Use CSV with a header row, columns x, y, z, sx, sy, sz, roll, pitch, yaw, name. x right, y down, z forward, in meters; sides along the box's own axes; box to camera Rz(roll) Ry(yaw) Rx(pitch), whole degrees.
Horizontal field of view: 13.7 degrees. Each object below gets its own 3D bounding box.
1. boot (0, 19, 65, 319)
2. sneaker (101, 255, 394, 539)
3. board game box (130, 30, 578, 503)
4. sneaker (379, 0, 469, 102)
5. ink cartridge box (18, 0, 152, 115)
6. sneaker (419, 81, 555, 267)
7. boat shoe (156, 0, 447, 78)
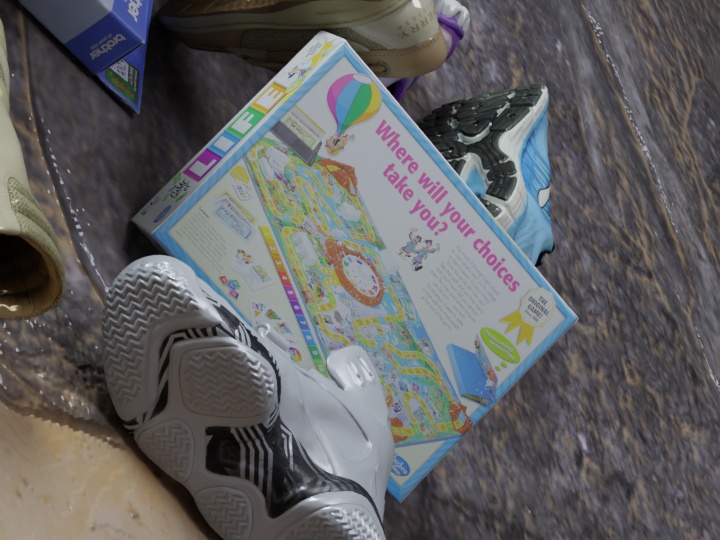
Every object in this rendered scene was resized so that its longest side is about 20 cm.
x,y,z,sx,sy,sz,roll,pitch,yaw,name
-0.201,-0.069,1.230,0.200,0.073,0.156,36,29,-54,boot
-0.049,0.060,1.391,0.200,0.075,0.115,56,22,-21,sneaker
0.000,0.000,1.486,0.200,0.134,0.034,49,-8,-25,board game box
0.012,-0.132,1.748,0.200,0.080,0.089,20,86,-82,sneaker
-0.160,-0.182,1.495,0.200,0.042,0.120,47,26,-31,ink cartridge box
0.079,-0.043,1.804,0.200,0.078,0.090,-72,146,-56,sneaker
-0.033,-0.124,1.532,0.071,0.200,0.065,-40,115,-27,boat shoe
